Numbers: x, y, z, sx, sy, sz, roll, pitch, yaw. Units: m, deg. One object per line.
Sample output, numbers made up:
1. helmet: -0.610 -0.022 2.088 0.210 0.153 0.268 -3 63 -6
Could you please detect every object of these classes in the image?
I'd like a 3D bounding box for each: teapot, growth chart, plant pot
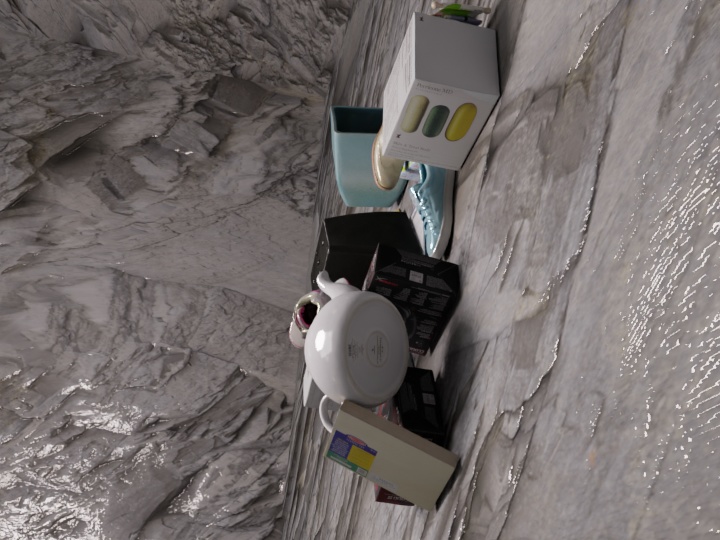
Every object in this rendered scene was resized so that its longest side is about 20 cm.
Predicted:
1. teapot: -0.023 0.134 1.284 0.144 0.199 0.201 -8 38 42
2. growth chart: 0.152 -0.403 1.401 0.018 0.142 0.201 70 153 24
3. plant pot: 0.023 -0.264 1.884 0.197 0.192 0.204 -100 12 -61
4. plant pot: 0.000 0.000 1.547 0.201 0.174 0.203 -106 27 -61

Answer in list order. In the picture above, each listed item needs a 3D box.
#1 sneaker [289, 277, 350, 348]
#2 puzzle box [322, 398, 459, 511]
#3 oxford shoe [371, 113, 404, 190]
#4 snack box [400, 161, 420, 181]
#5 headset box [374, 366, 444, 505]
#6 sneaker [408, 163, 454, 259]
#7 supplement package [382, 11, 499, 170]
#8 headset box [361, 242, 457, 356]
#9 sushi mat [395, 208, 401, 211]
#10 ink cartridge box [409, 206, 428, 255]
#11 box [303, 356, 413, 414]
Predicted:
1. sneaker: -0.091 0.084 1.436 0.082 0.087 0.200 61 139 18
2. puzzle box: 0.043 0.290 1.225 0.026 0.197 0.134 -57 -9 -46
3. oxford shoe: 0.068 -0.261 1.554 0.074 0.069 0.205 -161 79 -76
4. snack box: 0.132 -0.298 1.599 0.169 0.066 0.205 157 120 -78
5. headset box: 0.072 0.290 1.346 0.150 0.073 0.203 -95 18 -53
6. sneaker: 0.124 -0.118 1.442 0.074 0.080 0.204 122 155 -67
7. supplement package: 0.133 -0.304 1.356 0.201 0.148 0.153 115 161 -57
8. headset box: 0.071 0.061 1.380 0.202 0.146 0.076 109 174 -47
9. sushi mat: 0.023 -0.062 1.813 0.199 0.012 0.096 -38 31 16
10. ink cartridge box: 0.121 -0.038 1.514 0.100 0.038 0.203 113 161 -55
11. box: -0.007 0.206 1.559 0.098 0.196 0.127 -99 22 -61
